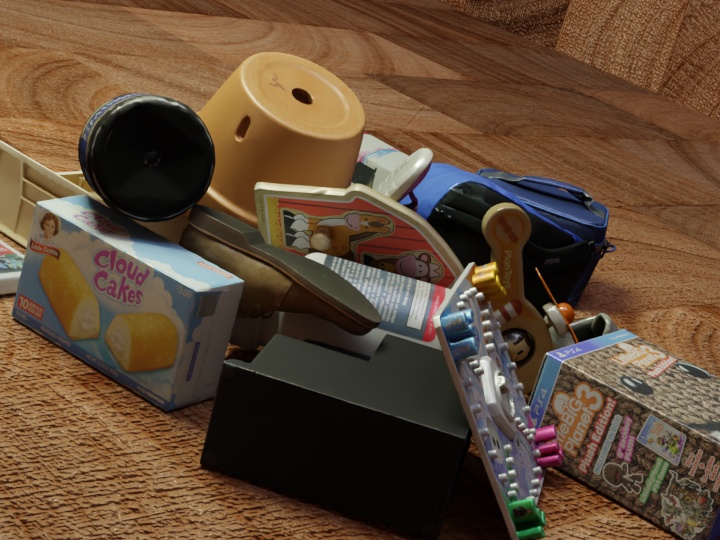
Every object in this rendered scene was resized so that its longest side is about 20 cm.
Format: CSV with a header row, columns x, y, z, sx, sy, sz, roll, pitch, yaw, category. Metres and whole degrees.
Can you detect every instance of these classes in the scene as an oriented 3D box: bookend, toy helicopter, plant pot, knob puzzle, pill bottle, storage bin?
x,y,z,sx,sy,sz,roll,pitch,yaw,category
-0.005,0.116,1.208,0.200,0.092,0.199,17,17,6,bookend
0.152,0.031,1.408,0.132,0.200,0.079,-4,21,-4,toy helicopter
-0.084,-0.125,1.464,0.200,0.140,0.200,20,37,-16,plant pot
0.000,0.000,1.394,0.219,0.220,0.030,16,45,0,knob puzzle
-0.019,0.050,1.341,0.200,0.120,0.120,16,19,0,pill bottle
-0.260,-0.070,1.524,0.198,0.094,0.200,29,23,33,storage bin
-0.202,-0.107,1.330,0.112,0.112,0.200,10,4,-16,pill bottle

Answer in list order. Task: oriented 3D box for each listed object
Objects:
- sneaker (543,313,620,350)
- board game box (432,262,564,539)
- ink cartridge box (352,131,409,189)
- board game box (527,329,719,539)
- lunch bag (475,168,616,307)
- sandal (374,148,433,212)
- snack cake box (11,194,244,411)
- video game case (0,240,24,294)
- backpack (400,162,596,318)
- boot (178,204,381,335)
x,y,z,sx,sy,sz,roll,pitch,yaw,category
0.264,0.093,1.491,0.200,0.092,0.076,8,21,-23,sneaker
0.121,0.104,1.203,0.026,0.200,0.200,-18,8,16,board game box
0.000,-0.072,1.655,0.083,0.146,0.200,0,24,-45,ink cartridge box
0.276,0.149,1.334,0.200,0.097,0.159,28,22,30,board game box
0.218,-0.049,1.793,0.200,0.132,0.136,17,19,6,lunch bag
0.023,-0.047,1.418,0.050,0.203,0.082,36,43,-8,sandal
-0.207,0.025,1.267,0.200,0.115,0.067,26,22,29,snack cake box
-0.426,-0.017,1.353,0.182,0.023,0.200,29,21,33,video game case
0.105,-0.015,1.511,0.200,0.163,0.168,28,1,-33,backpack
-0.075,0.018,1.265,0.200,0.076,0.074,27,8,18,boot
